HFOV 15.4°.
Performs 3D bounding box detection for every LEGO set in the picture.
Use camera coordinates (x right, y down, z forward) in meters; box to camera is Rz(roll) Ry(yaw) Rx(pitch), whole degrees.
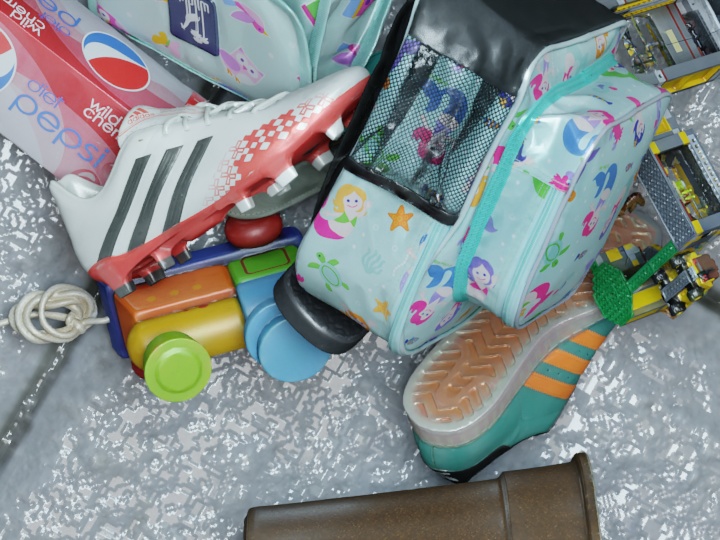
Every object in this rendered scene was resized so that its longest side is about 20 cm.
[{"bbox_3d":[0.177,-0.076,1.509,0.116,0.154,0.200,-19,67,-29],"label":"LEGO set"}]

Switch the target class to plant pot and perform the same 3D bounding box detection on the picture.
[{"bbox_3d":[0.034,0.205,1.513,0.198,0.200,0.201,-1,93,-1],"label":"plant pot"}]

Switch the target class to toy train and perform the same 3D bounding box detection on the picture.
[{"bbox_3d":[-0.117,0.039,1.502,0.200,0.116,0.085,-15,116,-7],"label":"toy train"}]

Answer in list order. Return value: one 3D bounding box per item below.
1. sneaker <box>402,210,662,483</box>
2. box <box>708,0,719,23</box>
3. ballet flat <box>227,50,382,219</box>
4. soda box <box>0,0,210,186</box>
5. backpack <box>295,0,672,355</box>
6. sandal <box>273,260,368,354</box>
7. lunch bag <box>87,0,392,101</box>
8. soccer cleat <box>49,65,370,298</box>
[{"bbox_3d":[0.103,0.044,1.573,0.200,0.080,0.071,-41,58,-20],"label":"sneaker"},{"bbox_3d":[0.267,-0.109,1.515,0.043,0.200,0.160,-33,98,-10],"label":"box"},{"bbox_3d":[-0.005,-0.082,1.547,0.200,0.064,0.067,-21,56,-28],"label":"ballet flat"},{"bbox_3d":[-0.181,-0.114,1.508,0.200,0.063,0.070,38,121,-8],"label":"soda box"},{"bbox_3d":[0.060,-0.051,1.395,0.150,0.178,0.200,38,114,12],"label":"backpack"},{"bbox_3d":[0.000,0.000,1.509,0.075,0.200,0.045,44,124,5],"label":"sandal"},{"bbox_3d":[-0.060,-0.195,1.471,0.170,0.122,0.200,28,111,19],"label":"lunch bag"},{"bbox_3d":[-0.083,-0.065,1.438,0.200,0.069,0.085,-34,88,24],"label":"soccer cleat"}]
